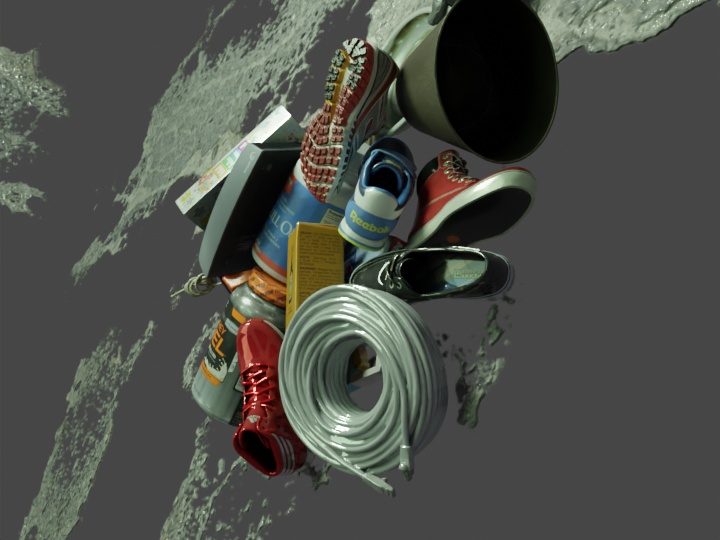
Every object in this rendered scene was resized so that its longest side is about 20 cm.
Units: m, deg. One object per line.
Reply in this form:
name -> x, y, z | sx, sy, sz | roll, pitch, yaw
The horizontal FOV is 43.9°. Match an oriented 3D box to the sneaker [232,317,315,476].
sneaker -> -0.116, 0.153, 1.086 | 0.078, 0.115, 0.201 | -25, 81, 14

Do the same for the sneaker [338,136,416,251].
sneaker -> 0.033, -0.108, 1.056 | 0.200, 0.074, 0.082 | -75, 7, -49

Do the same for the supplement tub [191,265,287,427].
supplement tub -> -0.141, 0.103, 1.219 | 0.201, 0.122, 0.123 | -65, 27, 13

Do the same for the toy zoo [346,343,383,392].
toy zoo -> -0.003, 0.087, 1.124 | 0.200, 0.020, 0.132 | -30, 43, 47

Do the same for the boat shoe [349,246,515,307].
boat shoe -> 0.063, 0.006, 0.958 | 0.199, 0.066, 0.070 | 1, 76, 34

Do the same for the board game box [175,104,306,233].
board game box -> -0.145, -0.122, 1.271 | 0.200, 0.134, 0.034 | -42, 51, 3

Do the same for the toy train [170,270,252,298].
toy train -> -0.178, 0.037, 1.329 | 0.199, 0.085, 0.116 | -26, 48, -1

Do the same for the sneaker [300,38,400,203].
sneaker -> -0.008, -0.171, 1.078 | 0.078, 0.082, 0.201 | 41, 115, 43

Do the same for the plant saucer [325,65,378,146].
plant saucer -> -0.016, -0.210, 1.275 | 0.200, 0.029, 0.201 | 174, 90, -75

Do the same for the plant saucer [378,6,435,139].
plant saucer -> 0.072, -0.265, 1.245 | 0.200, 0.050, 0.201 | -40, 38, 41

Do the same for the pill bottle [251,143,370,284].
pill bottle -> -0.055, -0.083, 1.189 | 0.201, 0.112, 0.112 | -60, 28, 18

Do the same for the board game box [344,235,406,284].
board game box -> 0.000, 0.000, 1.125 | 0.103, 0.019, 0.200 | -62, 15, -1

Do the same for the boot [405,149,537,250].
boot -> 0.123, -0.100, 1.013 | 0.200, 0.072, 0.145 | -33, 39, 50

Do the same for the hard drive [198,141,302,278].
hard drive -> -0.144, -0.086, 1.217 | 0.042, 0.135, 0.201 | 38, 117, 23

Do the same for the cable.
cable -> 0.001, 0.115, 0.952 | 0.199, 0.069, 0.201 | 17, 101, 36

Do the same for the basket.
basket -> 0.119, -0.211, 1.017 | 0.200, 0.135, 0.181 | -154, 51, -75

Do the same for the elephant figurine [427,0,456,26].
elephant figurine -> 0.169, -0.431, 1.165 | 0.142, 0.154, 0.201 | 82, -166, -44

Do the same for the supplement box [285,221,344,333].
supplement box -> -0.055, 0.046, 1.090 | 0.067, 0.068, 0.201 | 137, 133, -68
